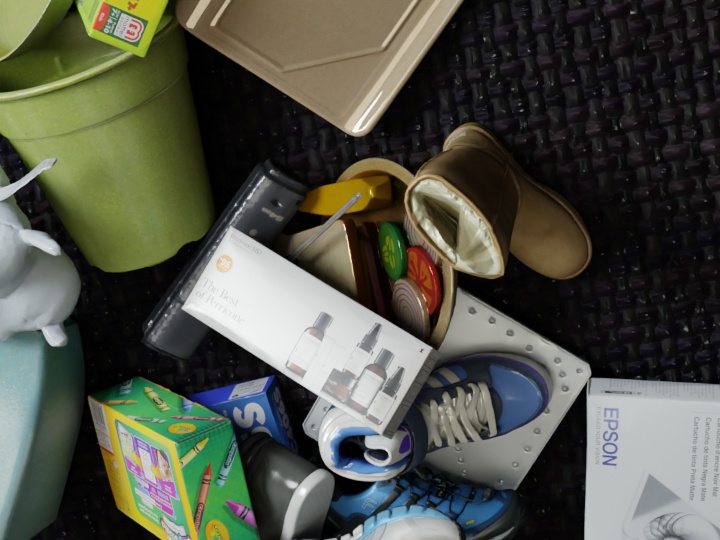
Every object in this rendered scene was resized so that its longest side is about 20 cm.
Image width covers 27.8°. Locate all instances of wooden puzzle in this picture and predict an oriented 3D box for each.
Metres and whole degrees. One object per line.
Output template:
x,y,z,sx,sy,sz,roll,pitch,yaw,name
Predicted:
-0.025,-0.232,1.185,0.199,0.037,0.186,31,102,-28,wooden puzzle

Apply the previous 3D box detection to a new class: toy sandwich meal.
0.000,0.000,1.235,0.204,0.070,0.207,16,110,51,toy sandwich meal

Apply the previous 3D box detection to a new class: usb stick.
-0.119,-0.007,1.258,0.055,0.033,0.200,29,107,-26,usb stick

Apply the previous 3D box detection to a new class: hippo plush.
-0.300,-0.025,1.195,0.198,0.161,0.160,-17,62,14,hippo plush

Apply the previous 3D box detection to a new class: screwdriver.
-0.048,-0.014,1.223,0.029,0.028,0.200,50,138,-6,screwdriver

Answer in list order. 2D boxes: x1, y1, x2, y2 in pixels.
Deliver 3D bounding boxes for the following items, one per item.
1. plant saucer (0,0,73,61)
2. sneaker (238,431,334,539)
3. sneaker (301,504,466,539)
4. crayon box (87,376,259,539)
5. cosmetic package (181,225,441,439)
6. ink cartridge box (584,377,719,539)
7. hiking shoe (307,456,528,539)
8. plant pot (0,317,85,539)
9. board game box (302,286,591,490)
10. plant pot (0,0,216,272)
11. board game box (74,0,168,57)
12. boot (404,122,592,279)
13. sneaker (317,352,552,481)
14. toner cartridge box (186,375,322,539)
-0.267,-0.262,1.202,0.031,0.200,0.201,18,116,-36,plant saucer
-0.091,0.227,1.332,0.099,0.070,0.201,39,131,24,sneaker
-0.002,0.267,1.242,0.199,0.087,0.075,-21,123,12,sneaker
-0.171,0.177,1.309,0.058,0.199,0.120,-20,108,-29,crayon box
-0.041,0.049,1.182,0.199,0.051,0.083,30,86,16,cosmetic package
0.298,0.193,1.288,0.198,0.041,0.201,1,115,10,ink cartridge box
0.049,0.208,1.303,0.198,0.075,0.087,-5,115,17,hiking shoe
-0.357,0.119,1.326,0.195,0.196,0.201,22,95,3,plant pot
0.077,0.113,1.324,0.199,0.026,0.201,30,111,0,board game box
-0.208,-0.108,1.235,0.198,0.200,0.191,-13,117,14,plant pot
-0.187,-0.248,1.158,0.047,0.200,0.102,20,105,-24,board game box
0.114,-0.032,1.176,0.175,0.200,0.066,42,110,-5,boot
0.062,0.135,1.241,0.198,0.147,0.081,-6,107,13,sneaker
-0.097,0.207,1.378,0.094,0.043,0.201,-14,105,16,toner cartridge box
